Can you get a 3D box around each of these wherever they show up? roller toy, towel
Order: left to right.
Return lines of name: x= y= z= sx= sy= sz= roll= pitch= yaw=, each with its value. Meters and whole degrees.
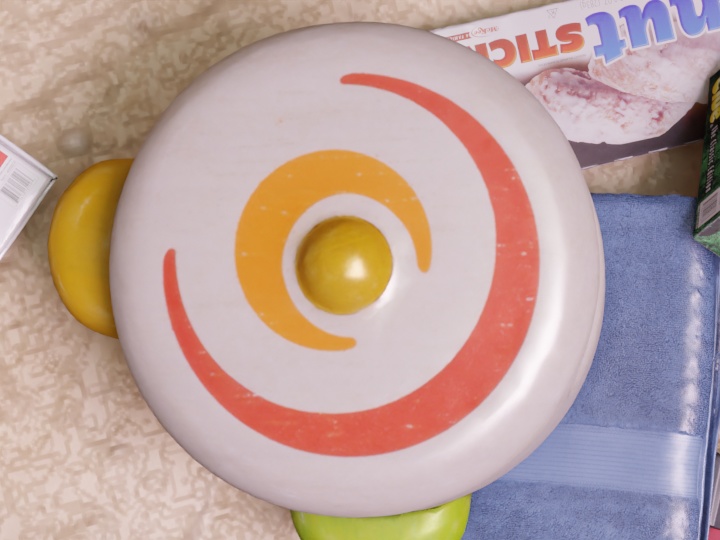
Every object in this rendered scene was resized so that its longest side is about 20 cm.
roller toy: x=0.000 y=0.000 z=0.802 sx=0.182 sy=0.140 sz=0.200 roll=-44 pitch=82 yaw=2
towel: x=0.093 y=0.068 z=0.877 sx=0.111 sy=0.049 sz=0.202 roll=5 pitch=86 yaw=18

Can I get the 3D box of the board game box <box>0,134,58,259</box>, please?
board game box: x=-0.227 y=0.009 z=0.827 sx=0.126 sy=0.035 sz=0.201 roll=36 pitch=82 yaw=-9

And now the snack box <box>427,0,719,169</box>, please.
snack box: x=0.117 y=-0.086 z=0.910 sx=0.199 sy=0.024 sz=0.072 roll=-14 pitch=93 yaw=-13

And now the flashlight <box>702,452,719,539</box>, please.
flashlight: x=0.149 y=0.180 z=0.895 sx=0.068 sy=0.068 sz=0.201 roll=15 pitch=90 yaw=30

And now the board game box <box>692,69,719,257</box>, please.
board game box: x=0.223 y=0.001 z=0.889 sx=0.199 sy=0.023 sz=0.105 roll=34 pitch=44 yaw=-18
